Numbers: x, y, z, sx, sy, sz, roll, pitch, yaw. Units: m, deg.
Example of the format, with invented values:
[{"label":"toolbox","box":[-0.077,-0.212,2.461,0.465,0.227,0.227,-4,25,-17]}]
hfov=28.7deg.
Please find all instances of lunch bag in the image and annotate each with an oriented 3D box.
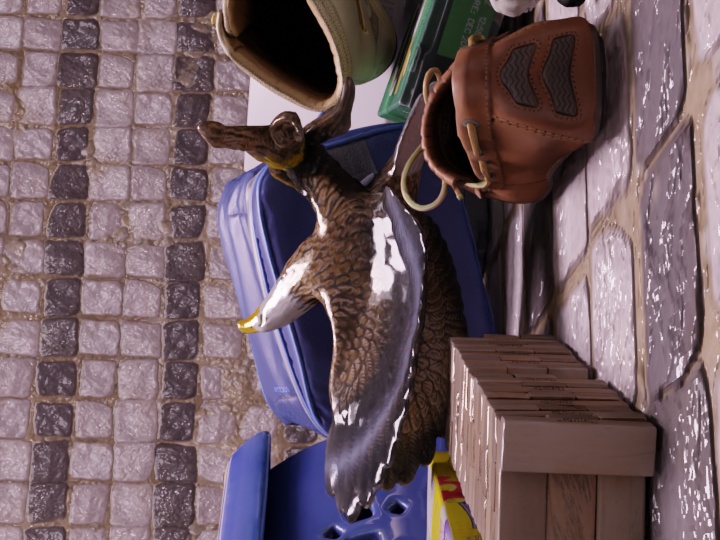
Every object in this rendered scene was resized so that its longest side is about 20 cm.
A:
[{"label":"lunch bag","box":[0.000,0.000,0.864,0.132,0.135,0.201,177,76,-71]}]

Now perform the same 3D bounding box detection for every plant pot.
[{"label":"plant pot","box":[-0.014,0.235,1.009,0.200,0.179,0.201,-92,5,-62]}]

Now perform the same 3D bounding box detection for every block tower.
[{"label":"block tower","box":[0.069,0.067,0.568,0.200,0.054,0.058,-108,19,-85]}]

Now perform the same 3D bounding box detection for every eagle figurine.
[{"label":"eagle figurine","box":[0.001,0.014,0.731,0.201,0.151,0.151,61,144,10]}]

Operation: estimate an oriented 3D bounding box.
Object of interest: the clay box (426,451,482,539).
[{"label":"clay box","box":[0.063,0.179,0.725,0.200,0.047,0.116,-104,15,-78]}]

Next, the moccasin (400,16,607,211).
[{"label":"moccasin","box":[0.057,-0.064,0.629,0.201,0.077,0.074,-97,5,-88]}]

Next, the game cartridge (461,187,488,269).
[{"label":"game cartridge","box":[0.064,-0.033,1.023,0.200,0.041,0.134,96,179,-63]}]

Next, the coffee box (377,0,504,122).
[{"label":"coffee box","box":[0.054,-0.146,0.854,0.200,0.044,0.124,-134,63,-86]}]

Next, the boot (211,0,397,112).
[{"label":"boot","box":[-0.061,-0.190,0.872,0.200,0.073,0.155,54,-160,-7]}]

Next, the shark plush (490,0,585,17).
[{"label":"shark plush","box":[0.070,-0.207,0.609,0.083,0.090,0.201,-37,-50,-53]}]

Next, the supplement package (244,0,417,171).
[{"label":"supplement package","box":[-0.002,-0.162,1.041,0.120,0.121,0.201,-44,-30,-48]}]
